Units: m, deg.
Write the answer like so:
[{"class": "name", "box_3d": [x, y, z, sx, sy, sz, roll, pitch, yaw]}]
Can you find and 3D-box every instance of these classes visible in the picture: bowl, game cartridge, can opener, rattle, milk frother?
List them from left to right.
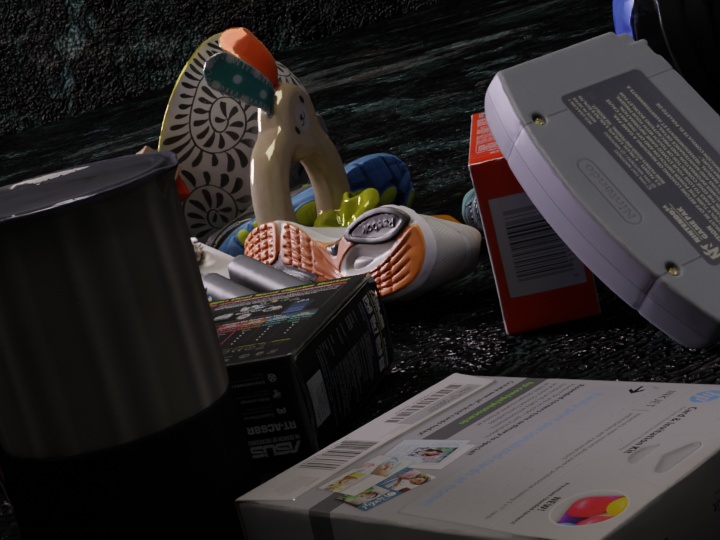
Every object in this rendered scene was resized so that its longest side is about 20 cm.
[{"class": "milk frother", "box_3d": [-0.141, 0.068, 0.739, 0.180, 0.189, 0.200, -16, 13, -2]}, {"class": "can opener", "box_3d": [-0.081, 0.021, 1.185, 0.053, 0.067, 0.200, -33, 28, -26]}, {"class": "bowl", "box_3d": [-0.086, -0.099, 1.469, 0.094, 0.201, 0.201, 11, 22, 20]}, {"class": "rattle", "box_3d": [-0.019, -0.093, 1.265, 0.143, 0.200, 0.130, -5, 11, 42]}, {"class": "game cartridge", "box_3d": [0.165, -0.048, 0.970, 0.133, 0.200, 0.042, -24, -27, -29]}]

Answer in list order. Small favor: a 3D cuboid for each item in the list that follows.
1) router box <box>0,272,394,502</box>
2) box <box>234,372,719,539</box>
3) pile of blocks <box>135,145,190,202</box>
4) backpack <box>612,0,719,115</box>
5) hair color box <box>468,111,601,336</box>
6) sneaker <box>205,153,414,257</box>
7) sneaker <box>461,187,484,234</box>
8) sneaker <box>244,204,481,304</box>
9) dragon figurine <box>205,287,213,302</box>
[{"class": "router box", "box_3d": [-0.096, 0.066, 0.986, 0.200, 0.062, 0.150, -10, 14, 20]}, {"class": "box", "box_3d": [0.069, 0.092, 0.737, 0.200, 0.041, 0.156, -3, 17, 46]}, {"class": "pile of blocks", "box_3d": [-0.181, -0.006, 1.339, 0.082, 0.062, 0.200, -43, 22, 52]}, {"class": "backpack", "box_3d": [0.245, -0.133, 1.151, 0.162, 0.200, 0.168, -15, 13, -1]}, {"class": "hair color box", "box_3d": [0.110, -0.041, 1.110, 0.064, 0.111, 0.200, -12, 12, 8]}, {"class": "sneaker", "box_3d": [-0.041, -0.048, 1.402, 0.199, 0.071, 0.083, -25, 22, -29]}, {"class": "sneaker", "box_3d": [0.155, -0.079, 1.310, 0.200, 0.078, 0.086, -24, 12, -38]}, {"class": "sneaker", "box_3d": [0.000, 0.000, 1.190, 0.092, 0.076, 0.200, 3, -5, -43]}, {"class": "dragon figurine", "box_3d": [-0.172, 0.041, 1.185, 0.099, 0.059, 0.200, -21, 18, -36]}]
